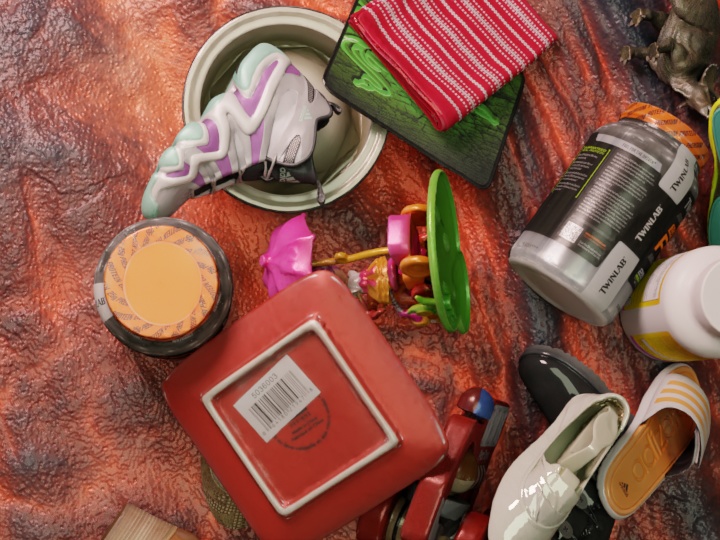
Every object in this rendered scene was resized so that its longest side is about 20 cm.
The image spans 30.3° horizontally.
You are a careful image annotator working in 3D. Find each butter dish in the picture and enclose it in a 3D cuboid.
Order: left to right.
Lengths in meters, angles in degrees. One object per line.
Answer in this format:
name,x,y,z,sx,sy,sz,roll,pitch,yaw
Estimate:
butter dish,-0.038,0.118,1.198,0.200,0.148,0.200,-35,90,15

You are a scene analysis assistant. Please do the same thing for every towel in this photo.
towel,0.095,-0.237,1.309,0.145,0.022,0.200,50,57,-1

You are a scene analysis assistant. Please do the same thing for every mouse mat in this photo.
mouse mat,0.067,-0.186,1.297,0.200,0.008,0.161,30,59,-16

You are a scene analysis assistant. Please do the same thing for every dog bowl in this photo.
dog bowl,-0.074,-0.151,1.298,0.199,0.074,0.201,1,84,-7

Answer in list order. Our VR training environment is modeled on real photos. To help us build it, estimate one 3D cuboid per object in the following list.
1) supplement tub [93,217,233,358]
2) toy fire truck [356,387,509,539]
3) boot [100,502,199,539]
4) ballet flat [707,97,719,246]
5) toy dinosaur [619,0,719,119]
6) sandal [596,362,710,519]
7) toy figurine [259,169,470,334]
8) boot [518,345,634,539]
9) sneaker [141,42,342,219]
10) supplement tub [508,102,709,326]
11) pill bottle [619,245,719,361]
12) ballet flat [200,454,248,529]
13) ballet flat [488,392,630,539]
supplement tub,-0.177,0.019,1.208,0.122,0.200,0.123,0,85,-5
toy fire truck,0.086,0.189,1.227,0.112,0.200,0.169,18,86,17
boot,-0.208,0.337,1.247,0.155,0.077,0.200,35,75,-6
ballet flat,0.382,-0.091,1.325,0.067,0.067,0.201,6,123,27
toy dinosaur,0.329,-0.242,1.358,0.102,0.077,0.201,12,75,-25
sandal,0.297,0.165,1.271,0.207,0.059,0.079,-44,111,-41
toy figurine,0.000,0.000,1.267,0.183,0.200,0.151,-5,63,13
boot,0.180,0.188,1.256,0.165,0.066,0.200,40,56,-2
sneaker,-0.095,-0.095,1.215,0.140,0.078,0.200,38,83,-1
supplement tub,0.246,-0.057,1.298,0.122,0.123,0.200,37,83,-2
pill bottle,0.322,0.033,1.258,0.104,0.200,0.105,0,85,-6
ballet flat,-0.117,0.147,1.270,0.070,0.065,0.201,3,84,-3
ballet flat,0.180,0.175,1.181,0.069,0.069,0.200,44,54,-1
